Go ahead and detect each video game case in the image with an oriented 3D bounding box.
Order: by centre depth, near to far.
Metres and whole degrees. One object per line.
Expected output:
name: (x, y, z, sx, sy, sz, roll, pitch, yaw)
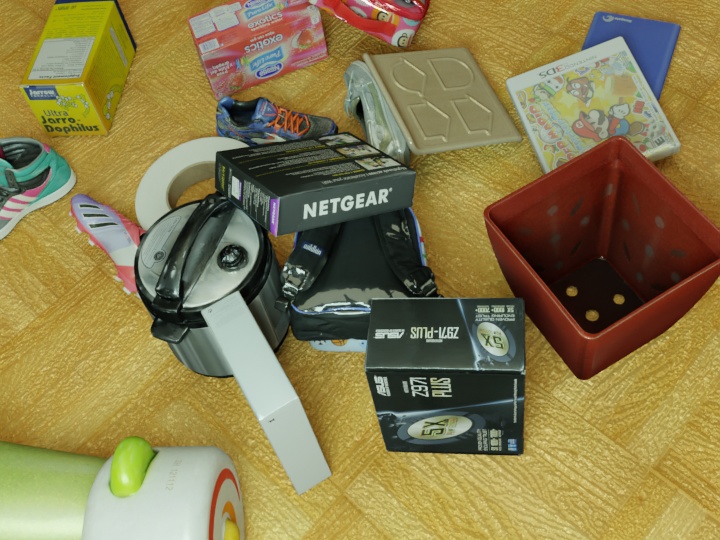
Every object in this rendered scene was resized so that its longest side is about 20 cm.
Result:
video game case: (0.319, -0.217, 1.241, 0.179, 0.023, 0.203, -20, 63, 4)

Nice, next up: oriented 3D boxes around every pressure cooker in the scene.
pressure cooker: (-0.179, 0.012, 1.086, 0.176, 0.201, 0.178, -22, 55, -5)

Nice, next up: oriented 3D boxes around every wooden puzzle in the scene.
wooden puzzle: (0.113, -0.237, 1.270, 0.196, 0.047, 0.188, -8, 58, -28)

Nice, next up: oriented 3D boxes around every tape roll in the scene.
tape roll: (-0.222, -0.104, 1.272, 0.198, 0.037, 0.206, -4, 55, 6)

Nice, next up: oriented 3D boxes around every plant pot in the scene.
plant pot: (-0.354, 0.269, 0.962, 0.180, 0.202, 0.204, 1, 55, -3)
plant pot: (0.274, 0.007, 1.028, 0.197, 0.178, 0.201, -28, 55, -11)

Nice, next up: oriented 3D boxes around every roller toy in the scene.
roller toy: (-0.191, 0.277, 0.919, 0.136, 0.201, 0.186, -3, 68, 6)

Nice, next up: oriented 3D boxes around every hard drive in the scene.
hard drive: (0.384, -0.296, 1.309, 0.129, 0.026, 0.202, 15, 60, 19)

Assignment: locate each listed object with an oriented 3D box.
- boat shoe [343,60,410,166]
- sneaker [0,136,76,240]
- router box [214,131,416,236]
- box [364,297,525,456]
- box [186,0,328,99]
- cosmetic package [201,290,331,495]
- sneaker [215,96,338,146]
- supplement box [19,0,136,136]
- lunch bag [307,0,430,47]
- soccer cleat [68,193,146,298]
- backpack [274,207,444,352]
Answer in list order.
boat shoe: (0.012, -0.224, 1.295, 0.064, 0.075, 0.205, -18, 61, -9)
sneaker: (-0.517, -0.122, 1.282, 0.199, 0.122, 0.084, -38, 58, -16)
router box: (-0.054, -0.108, 1.060, 0.197, 0.052, 0.149, -14, 34, -33)
box: (0.097, 0.119, 0.965, 0.160, 0.202, 0.088, 0, 55, 9)
box: (-0.162, -0.368, 1.407, 0.197, 0.095, 0.104, -23, 55, -7)
cosmetic package: (-0.101, 0.140, 0.985, 0.051, 0.201, 0.152, -26, 56, -9)
sneaker: (-0.128, -0.211, 1.304, 0.195, 0.079, 0.077, 5, 57, 13)
supplement box: (-0.443, -0.325, 1.416, 0.106, 0.110, 0.203, 0, 55, 10)
lunch bag: (0.008, -0.428, 1.378, 0.197, 0.083, 0.178, 24, 41, -6)
soccer cleat: (-0.330, -0.047, 1.228, 0.076, 0.067, 0.200, -44, 63, 3)
backpack: (0.000, 0.000, 1.095, 0.195, 0.155, 0.194, 3, 55, -1)
